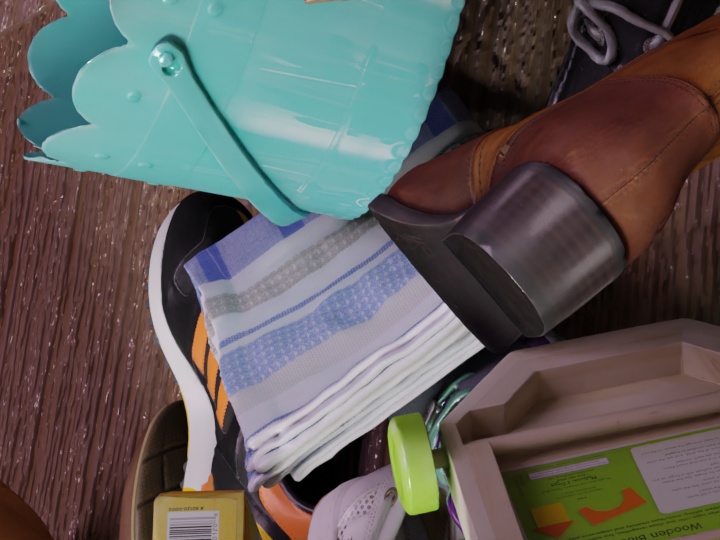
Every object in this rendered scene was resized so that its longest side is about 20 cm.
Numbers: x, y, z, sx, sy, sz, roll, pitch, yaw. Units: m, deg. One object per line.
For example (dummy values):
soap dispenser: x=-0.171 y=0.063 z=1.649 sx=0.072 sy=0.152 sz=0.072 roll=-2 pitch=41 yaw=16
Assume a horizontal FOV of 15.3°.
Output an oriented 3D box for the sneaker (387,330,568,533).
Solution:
sneaker: x=0.052 y=0.062 z=0.960 sx=0.200 sy=0.087 sz=0.075 roll=30 pitch=104 yaw=51

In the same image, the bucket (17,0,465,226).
bucket: x=-0.044 y=-0.120 z=1.059 sx=0.207 sy=0.134 sz=0.208 roll=-164 pitch=90 yaw=-76

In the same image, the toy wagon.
toy wagon: x=0.097 y=0.082 z=0.830 sx=0.200 sy=0.154 sz=0.040 roll=-108 pitch=9 yaw=-56

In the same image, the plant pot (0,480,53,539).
plant pot: x=-0.196 y=0.196 z=1.247 sx=0.140 sy=0.200 sz=0.201 roll=23 pitch=96 yaw=43

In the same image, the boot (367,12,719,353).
boot: x=0.101 y=-0.064 z=0.906 sx=0.200 sy=0.069 sz=0.188 roll=-42 pitch=1 yaw=-9

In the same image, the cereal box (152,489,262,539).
cereal box: x=-0.048 y=0.187 z=1.023 sx=0.200 sy=0.039 sz=0.145 roll=75 pitch=-167 yaw=-63

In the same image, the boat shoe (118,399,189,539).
boat shoe: x=-0.083 y=0.156 z=1.175 sx=0.067 sy=0.072 sz=0.201 roll=-33 pitch=52 yaw=46

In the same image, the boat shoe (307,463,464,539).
boat shoe: x=0.016 y=0.158 z=1.011 sx=0.069 sy=0.071 sz=0.201 roll=-40 pitch=43 yaw=44

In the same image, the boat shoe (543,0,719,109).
boat shoe: x=0.107 y=-0.105 z=0.987 sx=0.200 sy=0.068 sz=0.074 roll=-54 pitch=35 yaw=31

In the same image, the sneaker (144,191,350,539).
sneaker: x=-0.036 y=0.044 z=1.164 sx=0.090 sy=0.070 sz=0.201 roll=-34 pitch=53 yaw=38

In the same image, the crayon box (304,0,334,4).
crayon box: x=0.053 y=-0.187 z=0.944 sx=0.126 sy=0.051 sz=0.201 roll=-1 pitch=53 yaw=36

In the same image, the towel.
towel: x=0.000 y=0.000 z=1.064 sx=0.147 sy=0.024 sz=0.200 roll=-35 pitch=25 yaw=5
